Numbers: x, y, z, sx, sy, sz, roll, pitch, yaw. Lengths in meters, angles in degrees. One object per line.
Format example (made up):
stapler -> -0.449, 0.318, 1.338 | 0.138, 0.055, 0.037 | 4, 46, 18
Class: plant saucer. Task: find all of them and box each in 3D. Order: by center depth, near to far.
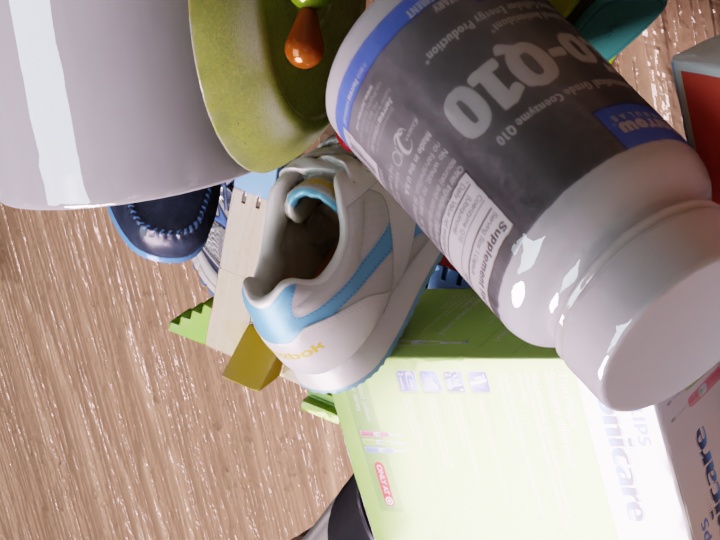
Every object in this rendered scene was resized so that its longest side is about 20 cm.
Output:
plant saucer -> -0.035, -0.150, 1.382 | 0.031, 0.200, 0.201 | 3, 123, 19

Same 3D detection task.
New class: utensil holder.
utensil holder -> -0.131, -0.147, 1.412 | 0.170, 0.169, 0.201 | 10, 114, 55

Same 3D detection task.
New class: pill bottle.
pill bottle -> 0.083, -0.039, 1.197 | 0.200, 0.113, 0.114 | 49, 149, 29

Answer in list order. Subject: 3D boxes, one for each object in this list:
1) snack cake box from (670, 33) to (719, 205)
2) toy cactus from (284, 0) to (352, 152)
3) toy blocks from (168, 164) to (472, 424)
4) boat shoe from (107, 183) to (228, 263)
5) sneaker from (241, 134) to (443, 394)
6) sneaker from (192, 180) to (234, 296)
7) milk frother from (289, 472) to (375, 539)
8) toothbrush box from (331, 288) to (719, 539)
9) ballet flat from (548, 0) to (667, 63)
snack cake box -> 0.214, -0.006, 1.191 | 0.115, 0.067, 0.201 | 20, 130, 53
toy cactus -> 0.037, -0.166, 1.301 | 0.165, 0.102, 0.201 | -14, 66, 46
toy blocks -> 0.000, 0.000, 1.504 | 0.199, 0.100, 0.137 | 21, 117, 19
boat shoe -> -0.116, -0.099, 1.557 | 0.069, 0.084, 0.201 | 113, 155, -51
sneaker -> 0.004, -0.040, 1.384 | 0.076, 0.201, 0.081 | 0, 145, 36
sneaker -> -0.076, -0.047, 1.621 | 0.200, 0.077, 0.086 | 42, 141, 31
milk frother -> 0.015, 0.209, 1.561 | 0.181, 0.200, 0.188 | 51, 150, 11
toothbrush box -> 0.097, 0.091, 1.385 | 0.199, 0.086, 0.146 | -1, 115, 39
ballet flat -> 0.092, -0.115, 1.314 | 0.200, 0.066, 0.067 | 129, 131, -56
